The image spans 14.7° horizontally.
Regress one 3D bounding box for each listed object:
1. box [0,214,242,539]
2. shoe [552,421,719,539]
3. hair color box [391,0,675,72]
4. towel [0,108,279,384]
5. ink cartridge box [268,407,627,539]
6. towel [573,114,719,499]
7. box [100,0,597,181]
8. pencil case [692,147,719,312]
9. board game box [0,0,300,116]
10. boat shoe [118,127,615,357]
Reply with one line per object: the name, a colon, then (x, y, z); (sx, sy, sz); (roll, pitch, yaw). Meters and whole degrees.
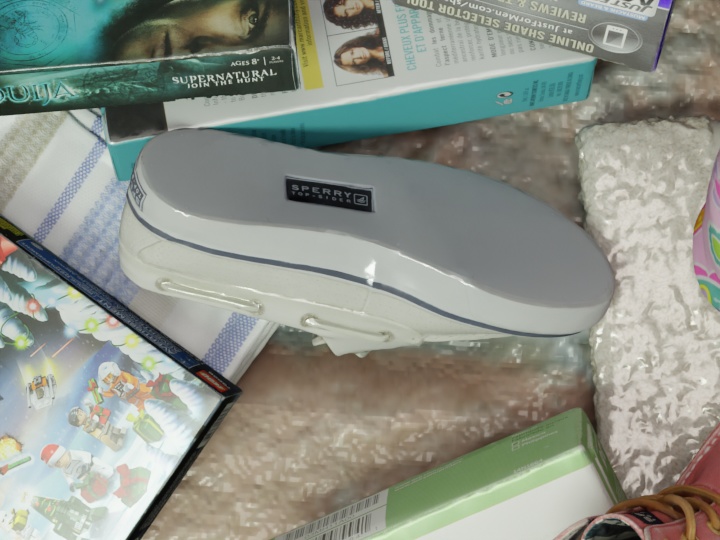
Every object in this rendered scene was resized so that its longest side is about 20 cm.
box: (-0.160, 0.091, 1.133); (0.137, 0.040, 0.200); (35, 97, 7)
shoe: (0.123, 0.105, 1.041); (0.091, 0.071, 0.200); (49, 51, -33)
hair color box: (0.091, -0.186, 1.116); (0.109, 0.065, 0.200); (15, 63, 4)
towel: (-0.136, 0.000, 1.166); (0.200, 0.024, 0.147); (34, 89, 7)
ink cartridge box: (0.066, 0.173, 1.120); (0.145, 0.048, 0.200); (-24, 106, 10)
towel: (0.158, 0.033, 1.145); (0.132, 0.034, 0.200); (-4, 85, 1)
box: (-0.010, -0.097, 1.141); (0.200, 0.049, 0.082); (-10, 72, -3)
pencil case: (0.179, -0.039, 1.036); (0.087, 0.200, 0.088); (2, 69, -5)
board game box: (-0.094, -0.149, 1.124); (0.135, 0.028, 0.200); (-5, 52, 1)
boat shoe: (0.000, 0.000, 1.121); (0.200, 0.070, 0.071); (10, 45, -13)
